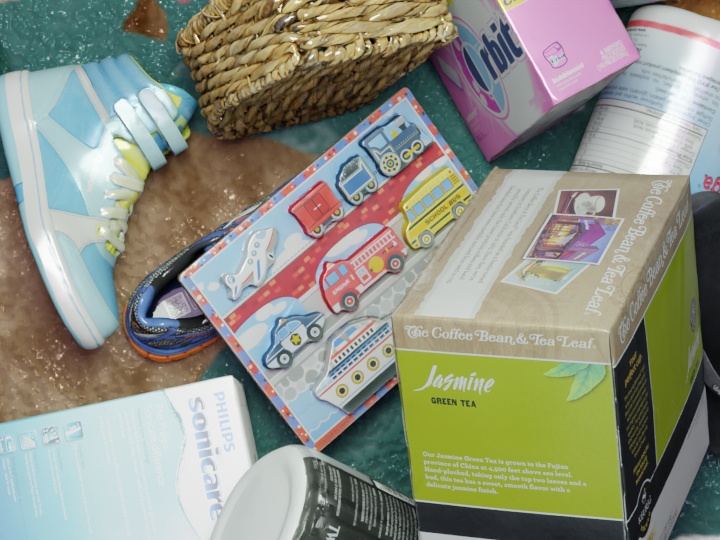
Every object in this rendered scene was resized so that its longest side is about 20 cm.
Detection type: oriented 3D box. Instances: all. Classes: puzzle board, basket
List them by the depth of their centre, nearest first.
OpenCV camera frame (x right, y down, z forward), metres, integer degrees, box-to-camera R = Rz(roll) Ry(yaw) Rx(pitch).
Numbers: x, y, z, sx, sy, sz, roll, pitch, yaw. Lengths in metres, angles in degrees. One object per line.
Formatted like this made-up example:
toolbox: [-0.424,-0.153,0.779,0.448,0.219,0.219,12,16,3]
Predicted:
basket: [-0.048,-0.180,1.494,0.142,0.200,0.149,-14,85,-21]
puzzle board: [0.000,0.000,1.533,0.200,0.017,0.151,-40,104,-14]

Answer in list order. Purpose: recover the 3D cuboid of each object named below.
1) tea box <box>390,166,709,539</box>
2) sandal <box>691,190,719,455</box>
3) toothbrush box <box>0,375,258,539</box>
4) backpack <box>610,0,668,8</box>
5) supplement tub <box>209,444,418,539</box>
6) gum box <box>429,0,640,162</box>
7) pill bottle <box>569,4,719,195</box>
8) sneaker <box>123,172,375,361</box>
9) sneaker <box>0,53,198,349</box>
tea box: [0.120,0.067,1.399,0.133,0.200,0.197,4,118,21]
sandal: [0.233,0.045,1.500,0.076,0.043,0.201,-30,124,-16]
toothbrush box: [-0.161,0.160,1.535,0.199,0.085,0.147,-13,84,1]
backpack: [0.187,-0.250,1.500,0.175,0.200,0.154,-9,82,1]
supplement tub: [0.012,0.199,1.458,0.200,0.122,0.123,29,86,-24]
gum box: [0.099,-0.148,1.501,0.066,0.200,0.114,-29,87,-12]
pill bottle: [0.194,-0.063,1.531,0.108,0.109,0.201,21,86,4]
sneaker: [-0.070,-0.005,1.550,0.200,0.078,0.075,-37,85,-1]
sneaker: [-0.159,-0.056,1.548,0.130,0.080,0.201,-17,75,0]
